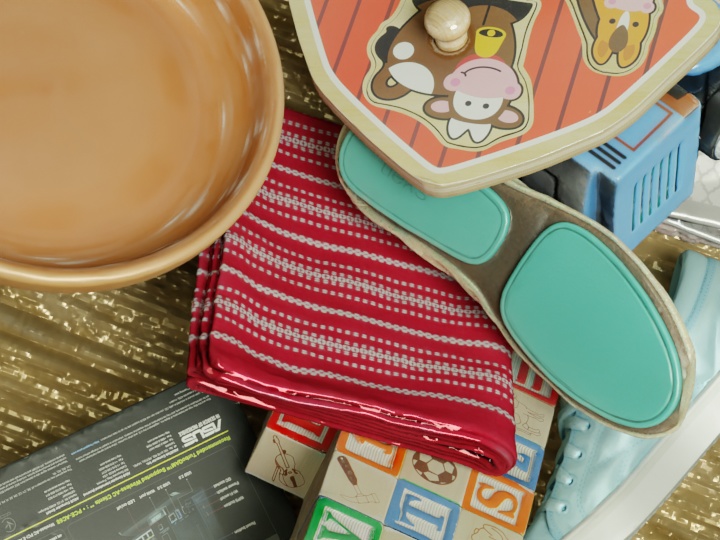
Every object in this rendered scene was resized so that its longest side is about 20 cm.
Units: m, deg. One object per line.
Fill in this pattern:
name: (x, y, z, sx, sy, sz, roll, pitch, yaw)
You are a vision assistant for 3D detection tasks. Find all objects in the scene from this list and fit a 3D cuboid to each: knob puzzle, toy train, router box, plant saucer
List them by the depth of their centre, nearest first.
plant saucer: (-0.132, -0.078, 0.981, 0.199, 0.037, 0.201, 7, 64, -14)
router box: (-0.114, 0.151, 0.990, 0.199, 0.062, 0.151, -25, 83, -26)
knob puzzle: (0.058, -0.122, 0.996, 0.218, 0.031, 0.221, -5, 58, 8)
toy train: (0.080, -0.098, 1.041, 0.200, 0.087, 0.114, 39, 65, 24)

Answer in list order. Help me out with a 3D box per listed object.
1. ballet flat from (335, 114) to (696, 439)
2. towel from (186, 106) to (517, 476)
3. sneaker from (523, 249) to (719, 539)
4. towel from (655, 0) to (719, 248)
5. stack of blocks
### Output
ballet flat: (0.074, -0.007, 0.992, 0.200, 0.062, 0.068, 43, 108, 19)
towel: (0.000, 0.000, 1.004, 0.144, 0.023, 0.201, 17, 38, -12)
sneaker: (0.112, 0.073, 1.054, 0.082, 0.074, 0.200, 41, 70, 9)
towel: (0.216, -0.092, 1.110, 0.199, 0.032, 0.192, 17, 79, -4)
stack of blocks: (0.014, 0.080, 0.984, 0.115, 0.059, 0.200, 24, 37, -3)
